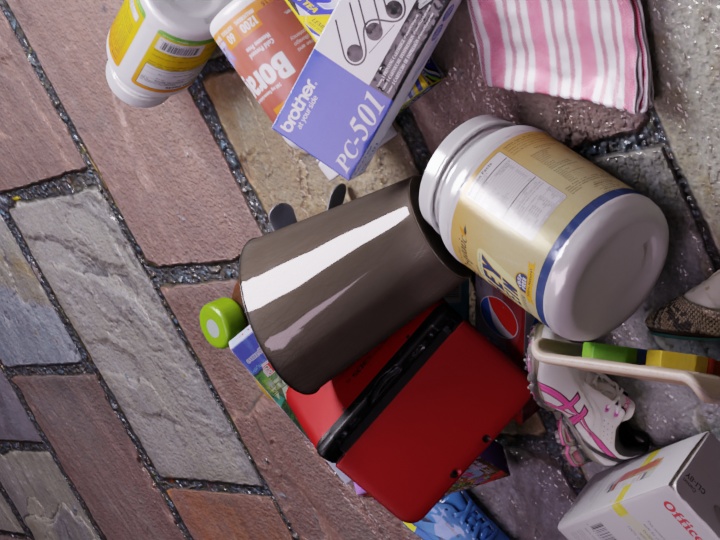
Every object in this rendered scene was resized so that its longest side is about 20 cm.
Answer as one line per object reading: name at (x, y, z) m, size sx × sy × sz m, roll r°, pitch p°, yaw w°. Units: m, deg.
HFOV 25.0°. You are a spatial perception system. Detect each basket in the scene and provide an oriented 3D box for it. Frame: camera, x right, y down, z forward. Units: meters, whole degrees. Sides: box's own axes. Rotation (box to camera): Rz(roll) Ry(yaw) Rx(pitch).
basket at (0.000, 0.000, 1.599) m, size 0.200 × 0.136 × 0.181 m, roll -30°, pitch 55°, yaw 24°

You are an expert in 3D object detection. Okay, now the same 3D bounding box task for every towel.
towel at (0.165, -0.215, 1.418) m, size 0.200 × 0.030 × 0.147 m, roll 17°, pitch 132°, yaw 44°

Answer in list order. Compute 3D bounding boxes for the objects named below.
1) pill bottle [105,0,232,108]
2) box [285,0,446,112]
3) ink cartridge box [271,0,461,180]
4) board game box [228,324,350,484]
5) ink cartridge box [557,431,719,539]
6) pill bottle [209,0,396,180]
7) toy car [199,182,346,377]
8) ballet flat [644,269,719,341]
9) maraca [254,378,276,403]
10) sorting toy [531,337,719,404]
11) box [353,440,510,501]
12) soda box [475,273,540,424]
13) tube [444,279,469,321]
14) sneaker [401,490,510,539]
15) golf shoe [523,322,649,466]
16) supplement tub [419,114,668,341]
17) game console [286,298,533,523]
pill bottle at (-0.215, -0.260, 1.785) m, size 0.111 × 0.111 × 0.200 m, roll 51°, pitch 148°, yaw 3°
box at (-0.009, -0.242, 1.560) m, size 0.070 × 0.064 × 0.200 m, roll -36°, pitch 91°, yaw 24°
ink cartridge box at (0.005, -0.193, 1.509) m, size 0.094 × 0.044 × 0.200 m, roll 34°, pitch 113°, yaw 10°
board game box at (-0.003, 0.092, 1.748) m, size 0.200 × 0.200 × 0.041 m, roll 49°, pitch -178°, yaw -13°
ink cartridge box at (0.314, 0.256, 1.607) m, size 0.145 × 0.083 × 0.200 m, roll 46°, pitch 148°, yaw -5°
pill bottle at (-0.054, -0.195, 1.639) m, size 0.200 × 0.112 × 0.112 m, roll 55°, pitch 148°, yaw -2°
toy car at (-0.072, -0.003, 1.810) m, size 0.158 × 0.164 × 0.201 m, roll 35°, pitch 132°, yaw 34°
ballet flat at (0.342, 0.038, 1.411) m, size 0.200 × 0.068 × 0.076 m, roll 15°, pitch 110°, yaw 37°
maraca at (-0.081, 0.116, 1.977) m, size 0.137 × 0.107 × 0.200 m, roll 55°, pitch 158°, yaw 9°
sorting toy at (0.282, 0.088, 1.450) m, size 0.200 × 0.185 × 0.037 m, roll 12°, pitch 91°, yaw 49°
box at (0.079, 0.215, 1.755) m, size 0.200 × 0.136 × 0.039 m, roll 40°, pitch -146°, yaw -71°
soda box at (0.161, 0.057, 1.649) m, size 0.070 × 0.063 × 0.200 m, roll 31°, pitch 142°, yaw 32°
tube at (0.085, 0.072, 1.707) m, size 0.077 × 0.050 × 0.201 m, roll 8°, pitch 106°, yaw 22°
sneaker at (0.121, 0.302, 1.931) m, size 0.200 × 0.066 × 0.079 m, roll 34°, pitch 139°, yaw 28°
golf shoe at (0.224, 0.119, 1.608) m, size 0.092 × 0.073 × 0.200 m, roll -7°, pitch 137°, yaw 27°
supplement tub at (0.162, -0.043, 1.466) m, size 0.200 × 0.144 × 0.145 m, roll 38°, pitch 146°, yaw 37°
game console at (0.047, 0.121, 1.659) m, size 0.119 × 0.200 × 0.172 m, roll 35°, pitch -170°, yaw -36°
